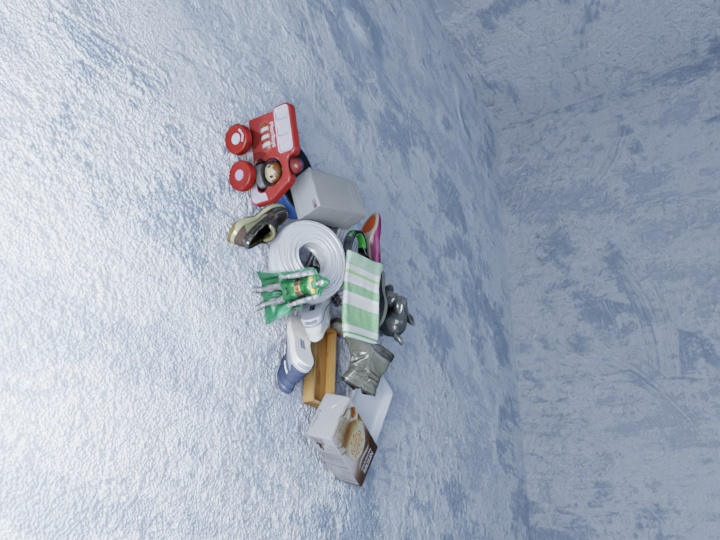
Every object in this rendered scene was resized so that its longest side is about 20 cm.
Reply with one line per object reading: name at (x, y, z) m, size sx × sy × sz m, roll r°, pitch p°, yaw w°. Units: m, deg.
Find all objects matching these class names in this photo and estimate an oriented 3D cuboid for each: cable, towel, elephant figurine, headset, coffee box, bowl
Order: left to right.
bowl at (-0.177, -0.236, 1.543) m, size 0.200 × 0.038 × 0.208 m, roll 36°, pitch 49°, yaw -54°
cable at (-0.125, -0.023, 1.429) m, size 0.194 × 0.069 × 0.207 m, roll 15°, pitch 63°, yaw -27°
towel at (-0.065, -0.022, 1.627) m, size 0.168 × 0.083 × 0.203 m, roll 61°, pitch 30°, yaw -33°
coffee box at (-0.041, 0.409, 1.450) m, size 0.116 × 0.077 × 0.203 m, roll -60°, pitch 138°, yaw -37°
headset at (0.000, 0.000, 1.547) m, size 0.123 × 0.091 × 0.208 m, roll -36°, pitch 127°, yaw -63°
towel at (0.006, 0.069, 1.478) m, size 0.151 × 0.023 × 0.208 m, roll 21°, pitch 70°, yaw -53°
elephant figurine at (0.106, 0.131, 1.860) m, size 0.200 × 0.137 × 0.160 m, roll 22°, pitch 87°, yaw -76°

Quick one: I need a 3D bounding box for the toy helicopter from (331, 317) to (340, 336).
toy helicopter at (-0.006, 0.157, 1.679) m, size 0.135 × 0.077 × 0.201 m, roll 63°, pitch 17°, yaw -13°

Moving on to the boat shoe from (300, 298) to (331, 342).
boat shoe at (-0.102, 0.113, 1.450) m, size 0.201 × 0.068 × 0.072 m, roll -89°, pitch 167°, yaw -73°

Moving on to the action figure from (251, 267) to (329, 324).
action figure at (-0.149, 0.042, 1.305) m, size 0.054 × 0.195 × 0.122 m, roll -17°, pitch 92°, yaw -61°

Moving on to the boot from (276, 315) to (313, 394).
boot at (-0.158, 0.189, 1.380) m, size 0.072 × 0.091 × 0.201 m, roll 33°, pitch 18°, yaw -18°

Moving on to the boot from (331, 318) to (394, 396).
boot at (-0.015, 0.225, 1.535) m, size 0.197 × 0.068 × 0.133 m, roll 36°, pitch 76°, yaw -9°

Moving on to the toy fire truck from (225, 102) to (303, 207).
toy fire truck at (-0.206, -0.257, 1.355) m, size 0.111 × 0.163 × 0.208 m, roll 7°, pitch 73°, yaw -61°

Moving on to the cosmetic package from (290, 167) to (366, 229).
cosmetic package at (-0.081, -0.179, 1.529) m, size 0.197 × 0.089 × 0.110 m, roll 7°, pitch 61°, yaw -49°

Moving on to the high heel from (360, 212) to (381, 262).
high heel at (0.037, -0.059, 1.687) m, size 0.096 × 0.066 × 0.205 m, roll 41°, pitch 57°, yaw -39°

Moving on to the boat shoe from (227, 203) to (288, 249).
boat shoe at (-0.217, -0.092, 1.350) m, size 0.064 × 0.074 × 0.199 m, roll 35°, pitch 36°, yaw 12°

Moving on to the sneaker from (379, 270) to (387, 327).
sneaker at (0.016, 0.073, 1.718) m, size 0.103 × 0.075 × 0.204 m, roll 18°, pitch 44°, yaw -21°

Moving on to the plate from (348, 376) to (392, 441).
plate at (0.015, 0.363, 1.629) m, size 0.202 × 0.031 × 0.204 m, roll 61°, pitch 42°, yaw -40°

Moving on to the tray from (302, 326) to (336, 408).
tray at (-0.100, 0.235, 1.496) m, size 0.098 × 0.036 × 0.207 m, roll 38°, pitch 47°, yaw -52°
